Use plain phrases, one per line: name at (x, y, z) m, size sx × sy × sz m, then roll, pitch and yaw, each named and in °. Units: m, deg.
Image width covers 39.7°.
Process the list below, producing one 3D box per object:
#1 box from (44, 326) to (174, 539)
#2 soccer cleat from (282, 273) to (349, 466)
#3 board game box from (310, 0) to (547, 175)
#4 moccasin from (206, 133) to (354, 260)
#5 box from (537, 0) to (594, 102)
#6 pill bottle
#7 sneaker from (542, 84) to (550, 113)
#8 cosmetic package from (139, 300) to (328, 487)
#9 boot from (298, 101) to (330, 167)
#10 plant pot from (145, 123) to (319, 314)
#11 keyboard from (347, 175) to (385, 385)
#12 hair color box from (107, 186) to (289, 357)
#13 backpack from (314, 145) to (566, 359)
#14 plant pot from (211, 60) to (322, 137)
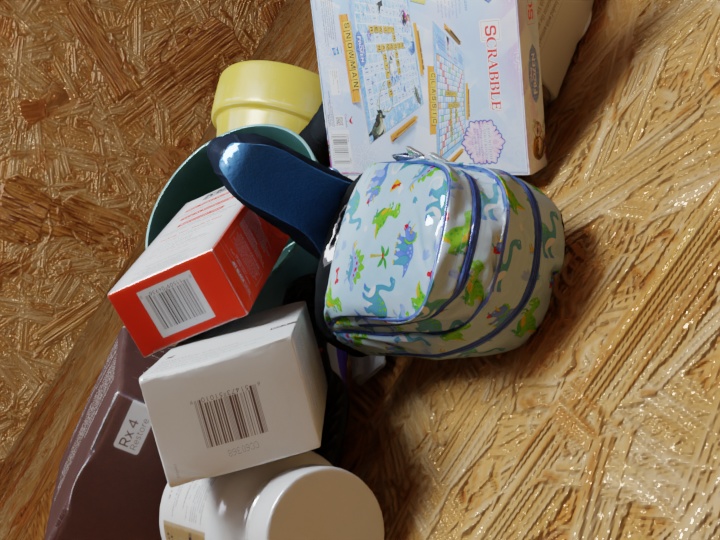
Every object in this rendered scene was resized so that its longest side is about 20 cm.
box at (-0.183, 0.180, 0.932) m, size 0.168 × 0.163 × 0.200 m, roll -63°, pitch 17°, yaw 7°
soccer cleat at (-0.035, 0.103, 0.892) m, size 0.067 × 0.073 × 0.203 m, roll -12°, pitch 56°, yaw 14°
board game box at (0.053, -0.182, 0.838) m, size 0.197 × 0.203 × 0.041 m, roll 4°, pitch 19°, yaw 33°
moccasin at (-0.042, -0.062, 0.819) m, size 0.081 × 0.200 × 0.068 m, roll -53°, pitch 42°, yaw -3°
box at (0.108, -0.251, 0.967) m, size 0.199 × 0.131 × 0.201 m, roll -12°, pitch 44°, yaw 48°
pill bottle at (-0.067, 0.186, 0.733) m, size 0.199 × 0.114 × 0.115 m, roll -15°, pitch 43°, yaw 61°
sneaker at (0.104, -0.104, 0.912) m, size 0.200 × 0.070 × 0.077 m, roll -32°, pitch 47°, yaw 58°
cosmetic package at (-0.086, 0.084, 0.748) m, size 0.111 × 0.082 × 0.200 m, roll -15°, pitch 6°, yaw -1°
boot at (0.000, -0.212, 1.262) m, size 0.200 × 0.077 × 0.168 m, roll -46°, pitch 4°, yaw -41°
plant pot at (-0.092, -0.021, 1.027) m, size 0.198 × 0.161 × 0.203 m, roll -14°, pitch 57°, yaw 23°
keyboard at (0.000, 0.000, 0.913) m, size 0.056 × 0.011 × 0.203 m, roll -39°, pitch 50°, yaw 50°
hair color box at (-0.123, -0.014, 0.833) m, size 0.100 × 0.062 × 0.201 m, roll -22°, pitch 20°, yaw 18°
backpack at (0.054, -0.009, 0.725) m, size 0.198 × 0.153 × 0.165 m, roll 12°, pitch 80°, yaw 42°
plant pot at (-0.123, -0.163, 1.406) m, size 0.200 × 0.198 × 0.192 m, roll -20°, pitch 54°, yaw 61°
